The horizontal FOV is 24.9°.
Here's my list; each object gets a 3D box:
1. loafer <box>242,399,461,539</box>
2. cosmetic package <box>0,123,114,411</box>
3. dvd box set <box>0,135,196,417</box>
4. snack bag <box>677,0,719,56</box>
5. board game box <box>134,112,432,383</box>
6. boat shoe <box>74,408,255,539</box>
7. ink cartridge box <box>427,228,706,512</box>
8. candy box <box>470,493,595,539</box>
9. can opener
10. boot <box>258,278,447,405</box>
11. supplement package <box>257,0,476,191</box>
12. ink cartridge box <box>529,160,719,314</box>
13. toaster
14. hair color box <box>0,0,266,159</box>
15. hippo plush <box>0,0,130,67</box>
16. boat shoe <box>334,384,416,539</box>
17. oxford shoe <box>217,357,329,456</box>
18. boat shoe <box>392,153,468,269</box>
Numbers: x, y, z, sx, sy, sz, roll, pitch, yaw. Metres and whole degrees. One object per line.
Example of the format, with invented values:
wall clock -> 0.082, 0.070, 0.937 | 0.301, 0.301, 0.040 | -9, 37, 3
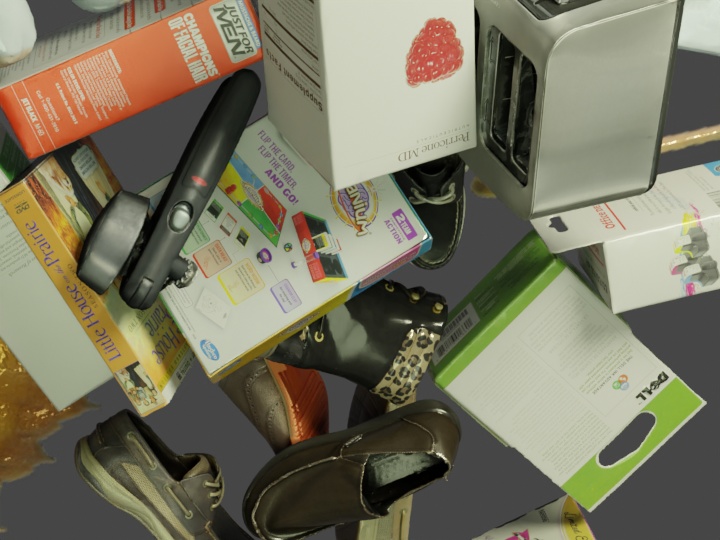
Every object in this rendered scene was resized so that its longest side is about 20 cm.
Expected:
loafer -> -0.009, 0.171, 1.333 | 0.199, 0.071, 0.073 | -29, 115, 10
cosmetic package -> -0.262, -0.003, 1.287 | 0.085, 0.108, 0.200 | -33, 113, 5
dvd box set -> -0.193, -0.003, 1.261 | 0.029, 0.146, 0.201 | -26, 104, 18
snack bag -> 0.261, -0.271, 1.302 | 0.187, 0.021, 0.201 | 7, 109, -10
board game box -> -0.068, -0.031, 1.244 | 0.199, 0.040, 0.154 | -31, 80, -5
boat shoe -> -0.152, 0.194, 1.397 | 0.200, 0.075, 0.073 | 40, 102, -21
ink cartridge box -> 0.173, 0.089, 1.401 | 0.200, 0.076, 0.148 | 41, 100, -21
candy box -> 0.123, 0.291, 1.439 | 0.199, 0.137, 0.061 | -25, 114, 1
can opener -> -0.128, -0.061, 1.193 | 0.078, 0.063, 0.201 | 36, 79, -24
boot -> 0.000, 0.000, 1.318 | 0.150, 0.073, 0.201 | 26, 72, -20
supplement package -> 0.003, -0.181, 1.140 | 0.121, 0.120, 0.201 | -19, 128, -19
ink cartridge box -> 0.244, -0.027, 1.343 | 0.199, 0.115, 0.068 | -13, 112, -2
toaster -> 0.137, -0.151, 1.188 | 0.118, 0.181, 0.201 | -15, 132, -19
hair color box -> -0.171, -0.164, 1.235 | 0.199, 0.111, 0.064 | -24, 113, 2
hippo plush -> -0.242, -0.258, 1.195 | 0.160, 0.159, 0.201 | -23, 133, -31
boat shoe -> 0.027, 0.160, 1.414 | 0.065, 0.072, 0.201 | 2, 111, -22
oxford shoe -> -0.076, 0.103, 1.386 | 0.072, 0.071, 0.201 | -3, 116, 22
boat shoe -> 0.056, -0.089, 1.322 | 0.073, 0.060, 0.201 | -3, 112, -9
